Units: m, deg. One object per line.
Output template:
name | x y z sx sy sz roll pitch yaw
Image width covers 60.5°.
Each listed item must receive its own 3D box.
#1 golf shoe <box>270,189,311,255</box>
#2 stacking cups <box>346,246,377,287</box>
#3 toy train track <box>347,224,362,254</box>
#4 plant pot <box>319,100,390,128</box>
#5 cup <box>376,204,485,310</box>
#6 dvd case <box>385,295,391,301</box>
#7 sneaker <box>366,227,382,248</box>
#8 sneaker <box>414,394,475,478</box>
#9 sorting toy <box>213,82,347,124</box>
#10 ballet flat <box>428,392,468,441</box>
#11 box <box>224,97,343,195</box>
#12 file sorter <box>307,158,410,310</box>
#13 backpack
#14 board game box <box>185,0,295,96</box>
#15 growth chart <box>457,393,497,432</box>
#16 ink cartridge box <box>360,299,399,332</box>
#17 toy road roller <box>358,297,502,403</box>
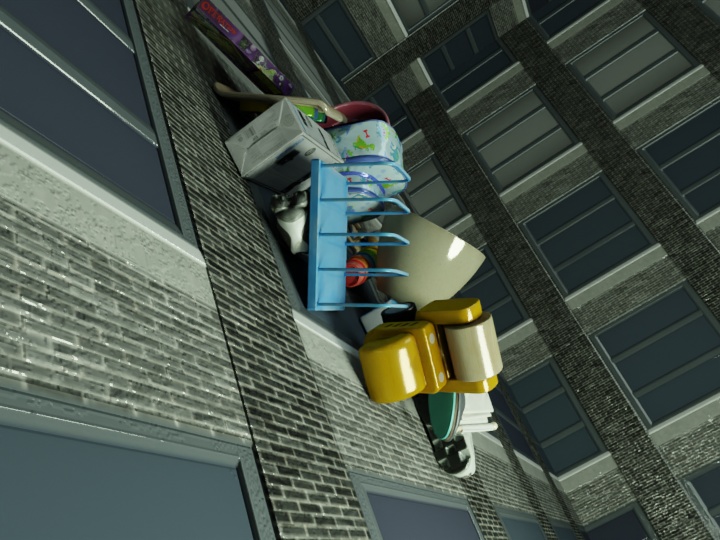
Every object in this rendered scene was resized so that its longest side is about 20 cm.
golf shoe | -0.089 -0.071 0.926 0.200 0.076 0.097 -48 127 -78
stacking cups | 0.000 0.000 1.140 0.061 0.060 0.200 58 15 -3
toy train track | 0.000 -0.067 1.344 0.115 0.032 0.201 54 12 -26
plant pot | -0.012 -0.249 1.407 0.180 0.196 0.202 69 -1 -51
cup | 0.104 -0.008 1.112 0.198 0.145 0.200 29 2 -1
dvd case | 0.118 0.160 1.322 0.149 0.016 0.202 49 16 -43
sneaker | 0.063 -0.066 1.418 0.076 0.087 0.200 63 0 -5
sneaker | 0.151 0.265 1.080 0.088 0.073 0.203 44 29 -52
sorting toy | -0.131 -0.277 1.056 0.185 0.195 0.037 -42 143 -78
ballet flat | 0.142 0.167 0.986 0.073 0.072 0.204 37 42 -60
box | -0.111 -0.183 0.959 0.061 0.115 0.200 60 11 10
file sorter | 0.004 -0.044 0.879 0.139 0.120 0.205 12 79 -74
backpack | -0.016 -0.173 1.130 0.183 0.196 0.150 37 43 -64
board game box | -0.207 -0.375 1.058 0.199 0.033 0.119 41 -10 -28
growth chart | 0.174 0.190 1.076 0.143 0.018 0.203 19 46 -37
ink cartridge box | 0.078 0.126 1.113 0.117 0.066 0.200 62 12 15
toy road roller | 0.088 0.124 0.879 0.145 0.197 0.126 -27 105 -48
